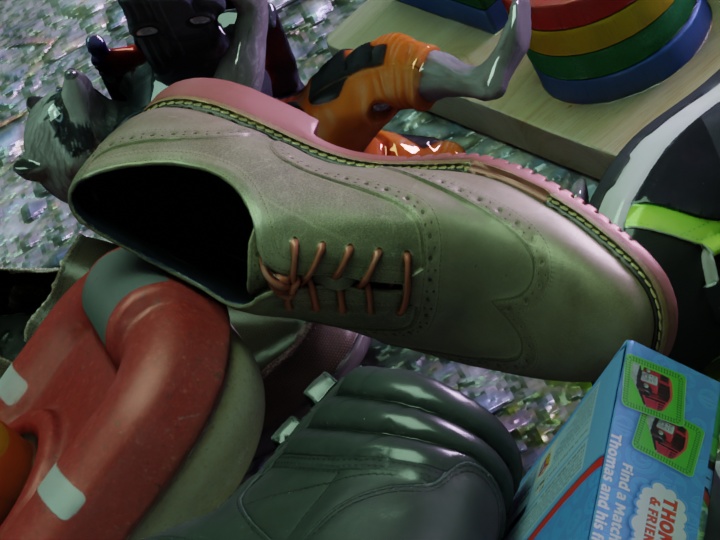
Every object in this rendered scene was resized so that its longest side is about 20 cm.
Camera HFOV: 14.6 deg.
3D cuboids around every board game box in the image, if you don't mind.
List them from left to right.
[{"bbox_3d":[0.037,0.138,0.741,0.151,0.036,0.200,-58,11,44],"label":"board game box"}]

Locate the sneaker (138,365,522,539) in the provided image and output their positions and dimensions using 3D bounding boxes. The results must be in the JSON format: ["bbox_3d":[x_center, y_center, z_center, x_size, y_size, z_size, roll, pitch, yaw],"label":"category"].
[{"bbox_3d":[-0.029,0.084,0.815,0.200,0.071,0.099,-12,39,44],"label":"sneaker"}]

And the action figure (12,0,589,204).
[{"bbox_3d":[-0.033,-0.052,0.970,0.193,0.200,0.105,-1,69,17],"label":"action figure"}]

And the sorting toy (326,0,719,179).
[{"bbox_3d":[0.103,-0.142,1.100,0.200,0.070,0.199,-42,36,-17],"label":"sorting toy"}]

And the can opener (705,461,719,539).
[{"bbox_3d":[0.086,0.106,0.796,0.053,0.067,0.200,-21,29,13],"label":"can opener"}]

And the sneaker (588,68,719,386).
[{"bbox_3d":[0.146,-0.031,0.926,0.083,0.072,0.200,13,53,42],"label":"sneaker"}]

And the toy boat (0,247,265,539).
[{"bbox_3d":[-0.133,0.067,0.917,0.200,0.131,0.131,-53,23,4],"label":"toy boat"}]

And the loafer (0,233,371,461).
[{"bbox_3d":[-0.090,0.027,1.024,0.199,0.071,0.073,-6,41,31],"label":"loafer"}]

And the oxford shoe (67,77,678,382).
[{"bbox_3d":[0.000,0.000,0.884,0.199,0.071,0.075,17,30,24],"label":"oxford shoe"}]
